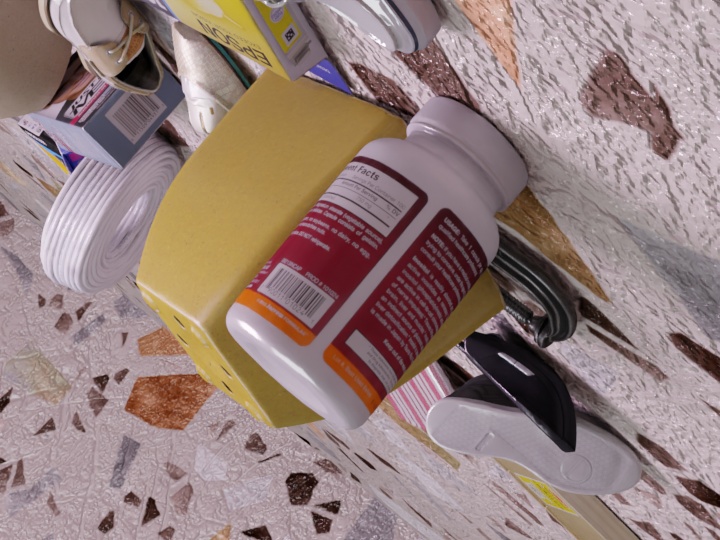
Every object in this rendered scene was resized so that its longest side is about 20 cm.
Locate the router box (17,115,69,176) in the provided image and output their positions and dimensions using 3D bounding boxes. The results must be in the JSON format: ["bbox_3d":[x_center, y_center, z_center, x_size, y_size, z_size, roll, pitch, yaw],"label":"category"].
[{"bbox_3d":[-0.354,-0.142,2.067,0.199,0.051,0.149,28,164,48],"label":"router box"}]

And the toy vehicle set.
[{"bbox_3d":[0.210,0.237,1.696,0.200,0.027,0.124,44,168,-15],"label":"toy vehicle set"}]

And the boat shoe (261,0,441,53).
[{"bbox_3d":[-0.046,-0.182,0.887,0.200,0.067,0.074,41,169,1],"label":"boat shoe"}]

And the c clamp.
[{"bbox_3d":[0.095,-0.002,1.212,0.199,0.027,0.171,37,163,29],"label":"c clamp"}]

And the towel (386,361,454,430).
[{"bbox_3d":[0.061,0.119,1.715,0.147,0.030,0.200,58,163,-21],"label":"towel"}]

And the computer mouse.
[{"bbox_3d":[0.116,0.067,1.331,0.200,0.046,0.140,44,179,29],"label":"computer mouse"}]

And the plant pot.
[{"bbox_3d":[-0.050,-0.002,1.171,0.195,0.200,0.195,29,157,53],"label":"plant pot"}]

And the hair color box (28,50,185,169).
[{"bbox_3d":[-0.256,-0.167,1.542,0.061,0.099,0.199,45,168,-27],"label":"hair color box"}]

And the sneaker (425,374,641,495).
[{"bbox_3d":[0.166,0.143,1.428,0.198,0.072,0.099,15,-160,13],"label":"sneaker"}]

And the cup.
[{"bbox_3d":[-0.369,-0.228,1.533,0.142,0.202,0.200,20,-179,-32],"label":"cup"}]

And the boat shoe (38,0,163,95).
[{"bbox_3d":[-0.217,-0.211,1.347,0.068,0.075,0.200,32,174,13],"label":"boat shoe"}]

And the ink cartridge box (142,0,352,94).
[{"bbox_3d":[-0.117,-0.206,1.091,0.197,0.047,0.201,31,163,37],"label":"ink cartridge box"}]

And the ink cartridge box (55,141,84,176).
[{"bbox_3d":[-0.340,-0.176,1.761,0.119,0.042,0.202,87,158,-75],"label":"ink cartridge box"}]

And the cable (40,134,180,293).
[{"bbox_3d":[-0.278,-0.065,1.732,0.069,0.200,0.201,32,133,9],"label":"cable"}]

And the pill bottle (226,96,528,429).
[{"bbox_3d":[0.016,-0.008,0.991,0.113,0.200,0.113,38,169,9],"label":"pill bottle"}]

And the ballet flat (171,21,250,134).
[{"bbox_3d":[-0.106,-0.123,1.312,0.067,0.062,0.200,25,160,53],"label":"ballet flat"}]
